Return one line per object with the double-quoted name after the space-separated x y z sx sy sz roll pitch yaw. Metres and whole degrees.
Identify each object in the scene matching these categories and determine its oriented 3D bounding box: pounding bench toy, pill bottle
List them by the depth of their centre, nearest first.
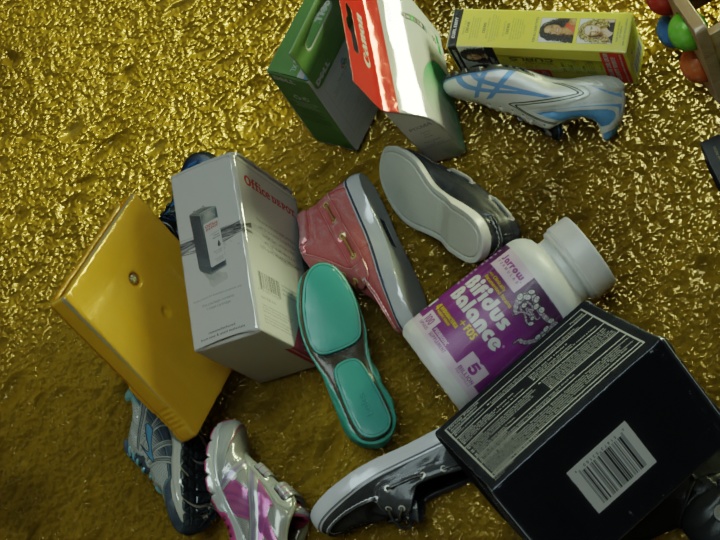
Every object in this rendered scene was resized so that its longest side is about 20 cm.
0.148 0.040 1.594 0.199 0.112 0.113 -39 59 0 "pill bottle"
0.387 -0.245 1.615 0.155 0.124 0.201 -29 52 6 "pounding bench toy"

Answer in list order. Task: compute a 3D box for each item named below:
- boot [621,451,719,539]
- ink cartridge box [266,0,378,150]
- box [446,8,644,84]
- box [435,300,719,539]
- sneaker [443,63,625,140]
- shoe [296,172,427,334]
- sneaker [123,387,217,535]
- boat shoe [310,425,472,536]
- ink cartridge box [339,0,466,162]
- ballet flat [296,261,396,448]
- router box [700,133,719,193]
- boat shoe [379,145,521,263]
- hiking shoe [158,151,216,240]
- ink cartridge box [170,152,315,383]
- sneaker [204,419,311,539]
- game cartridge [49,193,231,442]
0.317 0.258 1.462 0.165 0.066 0.200 -44 64 -1 "boot"
-0.039 -0.226 1.737 0.059 0.200 0.105 18 73 29 "ink cartridge box"
0.197 -0.239 1.729 0.198 0.075 0.051 5 70 22 "box"
0.197 0.148 1.463 0.200 0.124 0.198 -40 15 -3 "box"
0.179 -0.177 1.706 0.198 0.072 0.073 9 97 19 "sneaker"
0.000 0.000 1.699 0.091 0.071 0.201 -31 60 15 "shoe"
-0.199 0.191 1.690 0.086 0.077 0.201 -29 52 21 "sneaker"
0.048 0.215 1.581 0.199 0.070 0.067 -27 58 -2 "boat shoe"
0.042 -0.225 1.707 0.050 0.200 0.162 -19 61 17 "ink cartridge box"
-0.019 0.092 1.652 0.067 0.071 0.202 -17 71 -11 "ballet flat"
0.440 -0.068 1.568 0.156 0.052 0.201 -25 60 8 "router box"
0.091 -0.075 1.699 0.060 0.075 0.200 -12 33 -31 "boat shoe"
-0.189 -0.047 1.777 0.074 0.087 0.202 -1 66 20 "hiking shoe"
-0.117 -0.002 1.684 0.084 0.145 0.202 -18 66 21 "ink cartridge box"
-0.095 0.238 1.620 0.087 0.081 0.202 -21 67 6 "sneaker"
-0.208 0.047 1.659 0.032 0.200 0.177 -24 26 36 "game cartridge"
